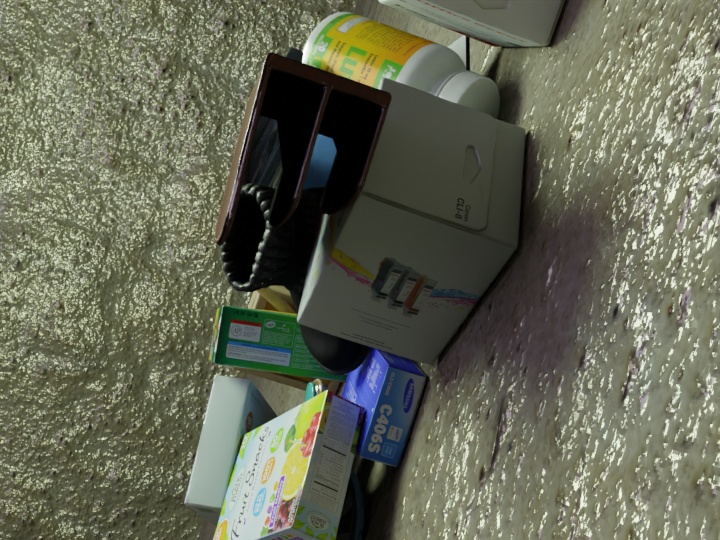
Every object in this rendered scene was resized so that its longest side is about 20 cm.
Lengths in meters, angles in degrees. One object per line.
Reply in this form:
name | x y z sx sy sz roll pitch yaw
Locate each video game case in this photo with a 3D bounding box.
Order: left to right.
video game case | -0.104 -0.117 1.038 0.201 0.019 0.144 107 -175 -56

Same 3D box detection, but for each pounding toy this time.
pounding toy | -0.091 0.067 1.376 0.143 0.182 0.202 -86 16 -54

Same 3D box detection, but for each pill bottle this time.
pill bottle | 0.040 -0.186 1.007 0.111 0.199 0.112 -31 -44 -36

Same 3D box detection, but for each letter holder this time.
letter holder | -0.058 -0.078 0.818 0.200 0.099 0.144 179 107 -79

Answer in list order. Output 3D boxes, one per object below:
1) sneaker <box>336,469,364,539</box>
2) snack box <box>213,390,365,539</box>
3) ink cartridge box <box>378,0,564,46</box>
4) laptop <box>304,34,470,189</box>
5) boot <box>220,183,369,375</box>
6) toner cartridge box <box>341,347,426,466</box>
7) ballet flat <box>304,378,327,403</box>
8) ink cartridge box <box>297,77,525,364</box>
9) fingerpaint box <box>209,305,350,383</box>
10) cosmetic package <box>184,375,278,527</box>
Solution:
sneaker | -0.047 0.294 1.020 0.071 0.082 0.202 144 142 -74
snack box | -0.079 0.221 1.009 0.200 0.053 0.144 -35 33 52
ink cartridge box | 0.106 -0.279 0.951 0.200 0.142 0.085 -114 43 -75
laptop | 0.017 -0.153 1.080 0.199 0.115 0.190 -27 56 51
boot | -0.066 0.015 1.003 0.157 0.078 0.214 -15 -88 -64
toner cartridge box | 0.019 0.131 1.045 0.200 0.043 0.096 -138 64 -80
ballet flat | -0.039 0.223 1.106 0.071 0.064 0.203 -139 55 -76
ink cartridge box | 0.044 -0.040 0.890 0.201 0.143 0.147 120 165 -50
fingerpaint box | -0.083 0.092 1.217 0.167 0.197 0.075 159 120 -79
cosmetic package | -0.146 0.234 1.194 0.201 0.051 0.153 71 -155 -64
